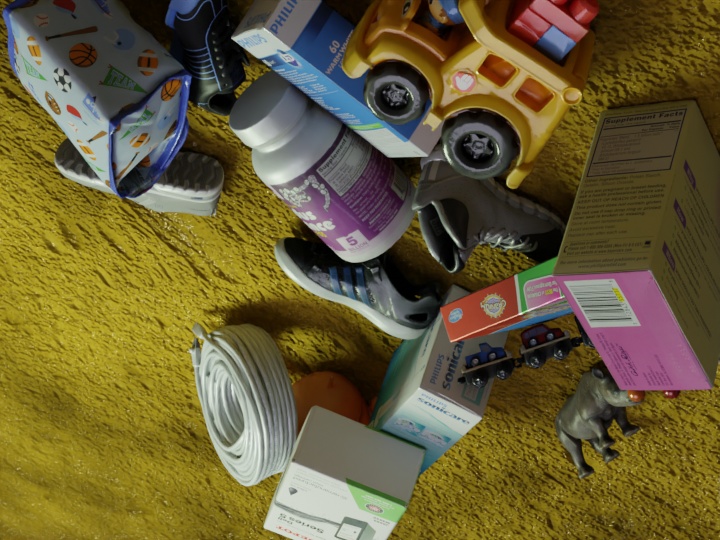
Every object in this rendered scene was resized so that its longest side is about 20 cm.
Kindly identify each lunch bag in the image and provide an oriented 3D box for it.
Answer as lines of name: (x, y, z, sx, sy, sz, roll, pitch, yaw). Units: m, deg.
lunch bag: (-0.258, -0.180, 1.529, 0.170, 0.124, 0.200, 48, 156, 13)

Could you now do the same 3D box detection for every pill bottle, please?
pill bottle: (-0.040, -0.109, 1.562, 0.112, 0.113, 0.200, -13, 133, 42)

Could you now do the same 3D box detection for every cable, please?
cable: (-0.144, 0.168, 1.954, 0.200, 0.069, 0.202, 16, 114, 61)

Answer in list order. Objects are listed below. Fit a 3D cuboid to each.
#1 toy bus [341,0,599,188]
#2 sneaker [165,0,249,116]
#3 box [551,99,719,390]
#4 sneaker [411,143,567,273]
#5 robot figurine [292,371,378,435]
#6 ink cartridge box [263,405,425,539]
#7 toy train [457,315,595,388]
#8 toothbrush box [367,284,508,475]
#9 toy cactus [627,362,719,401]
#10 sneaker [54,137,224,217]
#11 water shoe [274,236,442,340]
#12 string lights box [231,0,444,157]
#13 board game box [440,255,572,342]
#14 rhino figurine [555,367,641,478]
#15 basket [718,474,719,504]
toy bus: (0.111, -0.201, 1.340, 0.199, 0.136, 0.192, 31, 133, -10)
sneaker: (-0.142, -0.222, 1.492, 0.078, 0.070, 0.200, 34, 157, 6)
box: (0.272, -0.021, 1.422, 0.096, 0.201, 0.176, -3, 141, 34)
sneaker: (0.128, -0.030, 1.572, 0.199, 0.116, 0.075, 34, 146, -17)
robot figurine: (-0.037, 0.211, 2.015, 0.143, 0.117, 0.201, 13, 148, 35)
ink cartridge box: (-0.022, 0.262, 1.838, 0.145, 0.084, 0.200, 21, 146, -1)
toy train: (0.197, 0.081, 1.684, 0.199, 0.046, 0.034, -19, 172, 1)
toothbrush box: (0.087, 0.131, 1.802, 0.085, 0.147, 0.200, 25, 146, -7)
toy cactus: (0.361, 0.080, 1.632, 0.164, 0.103, 0.201, 11, 138, -1)
sneaker: (-0.251, -0.097, 1.735, 0.198, 0.075, 0.082, 16, 145, 9)
water shoe: (0.000, 0.000, 1.756, 0.199, 0.072, 0.079, 29, 119, -7)
string lights box: (-0.016, -0.186, 1.453, 0.199, 0.059, 0.103, 36, 170, -20)
board game box: (0.202, 0.019, 1.587, 0.152, 0.041, 0.200, -10, 169, -39)
rhino figurine: (0.280, 0.162, 1.797, 0.088, 0.059, 0.200, 60, 155, 23)
basket: (0.512, 0.272, 1.757, 0.199, 0.143, 0.149, 19, 147, 5)
